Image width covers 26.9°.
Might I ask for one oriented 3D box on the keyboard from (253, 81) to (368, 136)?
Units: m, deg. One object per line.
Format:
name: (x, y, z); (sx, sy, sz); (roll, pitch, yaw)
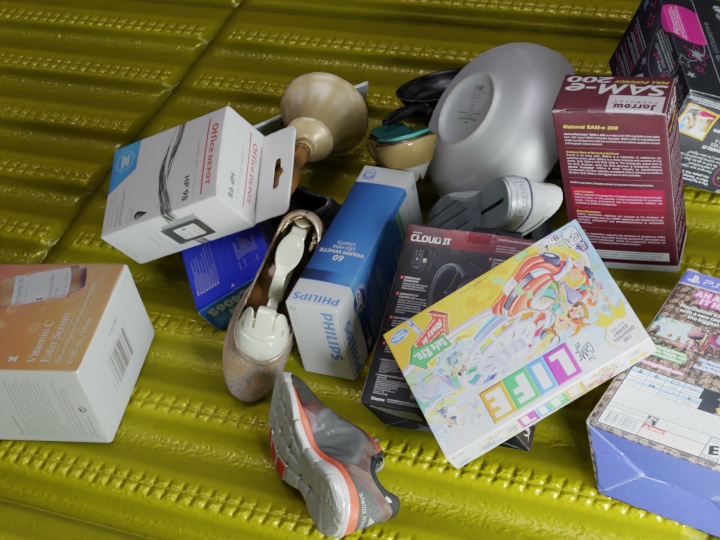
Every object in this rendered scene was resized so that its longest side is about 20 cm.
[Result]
keyboard: (-0.083, -0.173, 1.748); (0.200, 0.056, 0.011); (-23, 73, -8)

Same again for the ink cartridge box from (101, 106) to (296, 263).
ink cartridge box: (-0.168, -0.093, 1.561); (0.200, 0.067, 0.116); (-18, 53, 30)

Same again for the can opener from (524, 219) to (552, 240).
can opener: (0.177, -0.001, 1.495); (0.063, 0.079, 0.200); (-47, 32, 24)

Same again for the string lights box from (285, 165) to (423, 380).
string lights box: (0.000, 0.000, 1.502); (0.059, 0.103, 0.200); (10, 48, 22)

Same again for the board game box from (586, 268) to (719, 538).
board game box: (0.313, 0.116, 1.291); (0.159, 0.097, 0.200); (18, 52, 31)

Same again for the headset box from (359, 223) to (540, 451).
headset box: (0.102, 0.051, 1.387); (0.149, 0.077, 0.200); (7, 70, 23)

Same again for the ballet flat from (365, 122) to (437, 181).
ballet flat: (0.048, -0.120, 1.589); (0.069, 0.063, 0.200); (-14, 9, -2)

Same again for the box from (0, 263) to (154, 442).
box: (-0.332, 0.081, 1.511); (0.200, 0.106, 0.152); (0, 44, 15)

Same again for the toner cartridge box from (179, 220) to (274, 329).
toner cartridge box: (-0.144, -0.041, 1.596); (0.095, 0.043, 0.200); (-31, 48, 12)

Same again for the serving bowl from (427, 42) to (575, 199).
serving bowl: (0.133, -0.157, 1.576); (0.200, 0.066, 0.200); (-33, 42, 37)

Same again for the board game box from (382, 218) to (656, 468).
board game box: (0.135, 0.063, 1.303); (0.200, 0.034, 0.135); (-32, 60, 6)

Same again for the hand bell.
hand bell: (-0.067, -0.125, 1.622); (0.104, 0.104, 0.200); (1, 32, 17)

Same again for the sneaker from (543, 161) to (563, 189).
sneaker: (0.200, -0.132, 1.591); (0.200, 0.090, 0.067); (14, 51, 29)

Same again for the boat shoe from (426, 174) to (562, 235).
boat shoe: (0.132, -0.046, 1.497); (0.067, 0.074, 0.200); (1, -7, -23)

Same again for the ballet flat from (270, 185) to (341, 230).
ballet flat: (-0.095, -0.084, 1.651); (0.200, 0.057, 0.066); (18, 55, 32)

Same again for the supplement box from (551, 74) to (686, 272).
supplement box: (0.253, -0.092, 1.452); (0.109, 0.200, 0.061); (4, 46, 20)

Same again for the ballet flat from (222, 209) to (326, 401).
ballet flat: (-0.087, 0.029, 1.467); (0.068, 0.067, 0.200); (17, 76, 0)

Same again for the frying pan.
frying pan: (0.092, -0.193, 1.695); (0.115, 0.031, 0.190); (-8, 23, 12)

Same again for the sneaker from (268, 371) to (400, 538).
sneaker: (-0.024, 0.168, 1.373); (0.082, 0.077, 0.200); (-2, 37, -26)

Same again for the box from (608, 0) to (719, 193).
box: (0.351, -0.186, 1.560); (0.132, 0.115, 0.200); (13, 42, -15)
